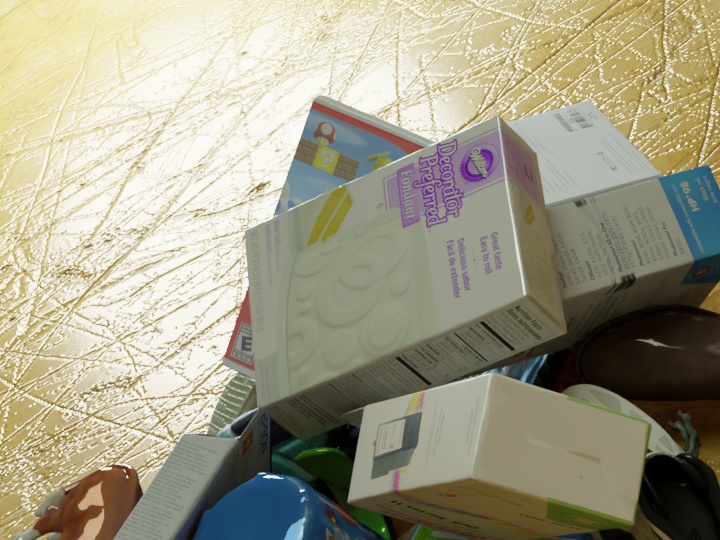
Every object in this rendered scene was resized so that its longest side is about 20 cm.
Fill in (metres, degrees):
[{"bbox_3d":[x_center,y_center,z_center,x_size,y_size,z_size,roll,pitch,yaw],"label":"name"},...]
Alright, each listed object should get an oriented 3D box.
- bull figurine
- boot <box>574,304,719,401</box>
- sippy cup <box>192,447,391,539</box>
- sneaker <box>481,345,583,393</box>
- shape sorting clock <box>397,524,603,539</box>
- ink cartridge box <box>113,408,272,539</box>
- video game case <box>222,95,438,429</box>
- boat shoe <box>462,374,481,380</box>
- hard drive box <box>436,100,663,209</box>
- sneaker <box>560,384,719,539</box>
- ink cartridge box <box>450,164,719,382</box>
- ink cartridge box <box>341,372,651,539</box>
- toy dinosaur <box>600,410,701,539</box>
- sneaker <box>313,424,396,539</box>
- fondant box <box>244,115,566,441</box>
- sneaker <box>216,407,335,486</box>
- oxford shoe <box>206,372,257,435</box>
[{"bbox_3d":[-0.198,0.228,1.726,0.121,0.065,0.200,-22,42,36],"label":"bull figurine"},{"bbox_3d":[0.230,0.067,1.586,0.186,0.064,0.200,-5,8,4],"label":"boot"},{"bbox_3d":[-0.037,0.198,1.550,0.140,0.130,0.178,-40,36,3],"label":"sippy cup"},{"bbox_3d":[0.140,0.039,1.788,0.095,0.079,0.200,2,40,42],"label":"sneaker"},{"bbox_3d":[0.070,0.222,1.579,0.200,0.039,0.200,-24,36,19],"label":"shape sorting clock"},{"bbox_3d":[-0.119,0.205,1.619,0.043,0.197,0.200,19,47,15],"label":"ink cartridge box"},{"bbox_3d":[0.000,0.000,1.693,0.143,0.201,0.017,24,13,18],"label":"video game case"},{"bbox_3d":[0.010,0.068,1.863,0.199,0.062,0.075,9,38,24],"label":"boat shoe"},{"bbox_3d":[0.113,-0.045,1.892,0.199,0.077,0.156,-14,28,-10],"label":"hard drive box"},{"bbox_3d":[0.180,0.120,1.532,0.076,0.116,0.201,-30,53,-11],"label":"sneaker"},{"bbox_3d":[0.142,0.003,1.675,0.199,0.116,0.067,-15,71,-16],"label":"ink cartridge box"},{"bbox_3d":[0.072,0.120,1.521,0.200,0.117,0.068,-20,55,61],"label":"ink cartridge box"},{"bbox_3d":[0.185,0.143,1.627,0.199,0.047,0.088,-7,50,29],"label":"toy dinosaur"},{"bbox_3d":[-0.013,0.145,1.738,0.073,0.082,0.200,-12,34,19],"label":"sneaker"},{"bbox_3d":[0.025,0.006,1.604,0.200,0.058,0.145,-23,52,22],"label":"fondant box"},{"bbox_3d":[-0.087,0.143,1.744,0.200,0.074,0.088,-48,13,24],"label":"sneaker"},{"bbox_3d":[-0.067,0.099,1.807,0.200,0.058,0.075,125,156,-43],"label":"oxford shoe"}]
